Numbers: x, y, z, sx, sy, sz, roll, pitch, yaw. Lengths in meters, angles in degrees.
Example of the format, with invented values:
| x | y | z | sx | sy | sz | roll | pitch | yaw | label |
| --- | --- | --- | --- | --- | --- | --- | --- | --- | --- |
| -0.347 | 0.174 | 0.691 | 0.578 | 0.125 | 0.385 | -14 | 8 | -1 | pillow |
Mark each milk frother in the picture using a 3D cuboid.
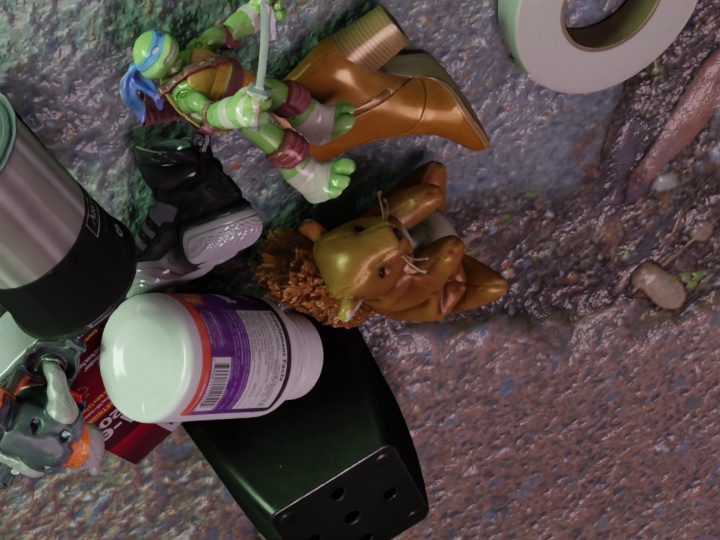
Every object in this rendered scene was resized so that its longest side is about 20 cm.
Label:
| x | y | z | sx | sy | sz | roll | pitch | yaw | label |
| --- | --- | --- | --- | --- | --- | --- | --- | --- | --- |
| -0.310 | -0.031 | 1.303 | 0.200 | 0.181 | 0.188 | -40 | 141 | -3 | milk frother |

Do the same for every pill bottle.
| x | y | z | sx | sy | sz | roll | pitch | yaw | label |
| --- | --- | --- | --- | --- | --- | --- | --- | --- | --- |
| -0.125 | 0.076 | 1.511 | 0.200 | 0.111 | 0.112 | 3 | 128 | -54 | pill bottle |

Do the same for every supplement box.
| x | y | z | sx | sy | sz | roll | pitch | yaw | label |
| --- | --- | --- | --- | --- | --- | --- | --- | --- | --- |
| -0.240 | 0.091 | 1.543 | 0.109 | 0.061 | 0.200 | -43 | 137 | 11 | supplement box |

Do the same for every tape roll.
| x | y | z | sx | sy | sz | roll | pitch | yaw | label |
| --- | --- | --- | --- | --- | --- | --- | --- | --- | --- |
| 0.217 | -0.251 | 1.532 | 0.202 | 0.037 | 0.203 | -18 | 135 | -18 | tape roll |

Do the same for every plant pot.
| x | y | z | sx | sy | sz | roll | pitch | yaw | label |
| --- | --- | --- | --- | --- | --- | --- | --- | --- | --- |
| -0.042 | 0.178 | 1.658 | 0.200 | 0.178 | 0.200 | -31 | 138 | -4 | plant pot |

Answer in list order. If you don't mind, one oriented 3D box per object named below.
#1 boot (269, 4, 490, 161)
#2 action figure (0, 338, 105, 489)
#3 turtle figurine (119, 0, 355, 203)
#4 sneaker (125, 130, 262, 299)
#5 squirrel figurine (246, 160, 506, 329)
| x | y | z | sx | sy | sz | roll | pitch | yaw | label |
| --- | --- | --- | --- | --- | --- | --- | --- | --- | --- |
| 0.012 | -0.133 | 1.498 | 0.144 | 0.071 | 0.201 | -38 | 133 | 12 | boot |
| -0.310 | 0.148 | 1.441 | 0.193 | 0.105 | 0.200 | 11 | 123 | -25 | action figure |
| -0.066 | -0.154 | 1.335 | 0.194 | 0.144 | 0.200 | 35 | 98 | -36 | turtle figurine |
| -0.164 | -0.049 | 1.456 | 0.075 | 0.114 | 0.200 | -17 | 173 | -42 | sneaker |
| 0.000 | 0.000 | 1.526 | 0.200 | 0.142 | 0.187 | -23 | 178 | 28 | squirrel figurine |
